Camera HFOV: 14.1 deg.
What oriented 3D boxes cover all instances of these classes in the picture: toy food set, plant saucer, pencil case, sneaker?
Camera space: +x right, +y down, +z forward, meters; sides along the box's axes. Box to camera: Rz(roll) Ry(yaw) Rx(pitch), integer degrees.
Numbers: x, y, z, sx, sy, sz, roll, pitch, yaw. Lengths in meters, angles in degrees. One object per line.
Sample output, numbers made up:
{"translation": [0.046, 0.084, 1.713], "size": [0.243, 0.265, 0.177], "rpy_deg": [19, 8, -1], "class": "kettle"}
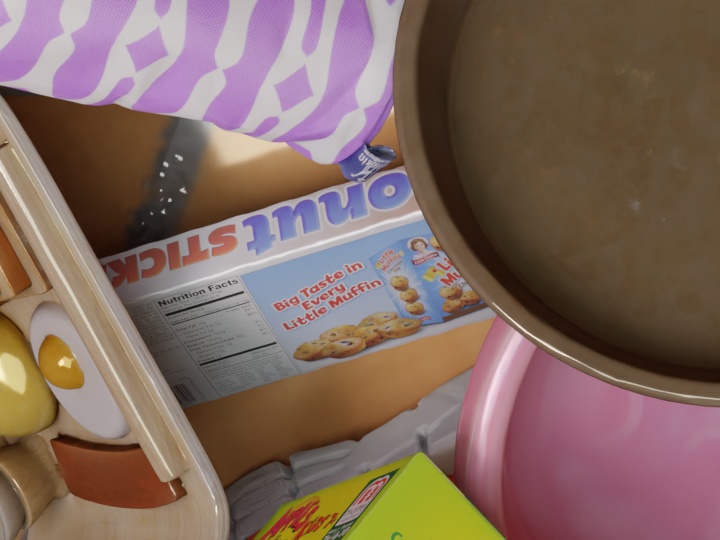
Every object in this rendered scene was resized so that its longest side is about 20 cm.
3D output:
{"translation": [-0.134, 0.028, 0.967], "size": [0.060, 0.143, 0.201], "rpy_deg": [-35, 103, -29], "class": "toy food set"}
{"translation": [0.109, -0.052, 0.893], "size": [0.199, 0.029, 0.201], "rpy_deg": [0, 72, -1], "class": "plant saucer"}
{"translation": [0.118, 0.047, 0.965], "size": [0.200, 0.051, 0.201], "rpy_deg": [-8, 112, -20], "class": "plant saucer"}
{"translation": [-0.080, -0.088, 0.894], "size": [0.199, 0.085, 0.084], "rpy_deg": [14, 69, -26], "class": "pencil case"}
{"translation": [0.006, 0.103, 1.013], "size": [0.199, 0.077, 0.082], "rpy_deg": [-26, 108, 13], "class": "sneaker"}

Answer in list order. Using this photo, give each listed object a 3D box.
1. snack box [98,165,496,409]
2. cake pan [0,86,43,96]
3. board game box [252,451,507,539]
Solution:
{"translation": [0.000, 0.000, 0.989], "size": [0.199, 0.024, 0.072], "rpy_deg": [-17, 144, 10], "class": "snack box"}
{"translation": [-0.100, -0.133, 0.924], "size": [0.199, 0.037, 0.201], "rpy_deg": [-6, 143, -4], "class": "cake pan"}
{"translation": [0.051, 0.152, 0.930], "size": [0.200, 0.102, 0.048], "rpy_deg": [46, 61, -9], "class": "board game box"}
